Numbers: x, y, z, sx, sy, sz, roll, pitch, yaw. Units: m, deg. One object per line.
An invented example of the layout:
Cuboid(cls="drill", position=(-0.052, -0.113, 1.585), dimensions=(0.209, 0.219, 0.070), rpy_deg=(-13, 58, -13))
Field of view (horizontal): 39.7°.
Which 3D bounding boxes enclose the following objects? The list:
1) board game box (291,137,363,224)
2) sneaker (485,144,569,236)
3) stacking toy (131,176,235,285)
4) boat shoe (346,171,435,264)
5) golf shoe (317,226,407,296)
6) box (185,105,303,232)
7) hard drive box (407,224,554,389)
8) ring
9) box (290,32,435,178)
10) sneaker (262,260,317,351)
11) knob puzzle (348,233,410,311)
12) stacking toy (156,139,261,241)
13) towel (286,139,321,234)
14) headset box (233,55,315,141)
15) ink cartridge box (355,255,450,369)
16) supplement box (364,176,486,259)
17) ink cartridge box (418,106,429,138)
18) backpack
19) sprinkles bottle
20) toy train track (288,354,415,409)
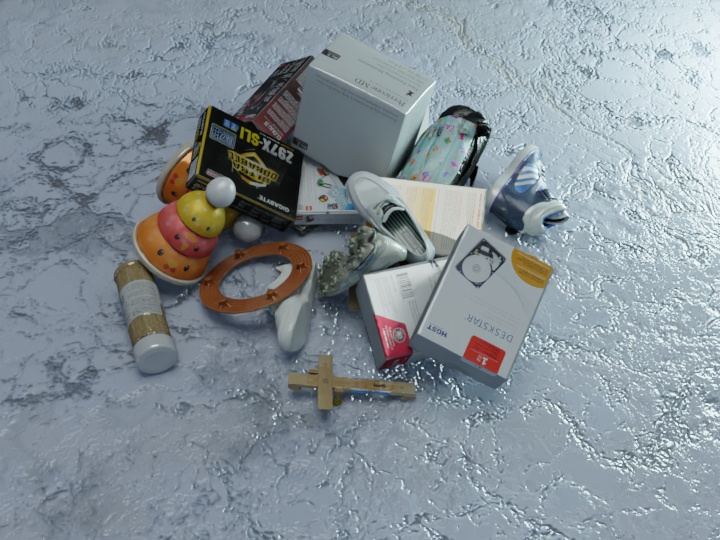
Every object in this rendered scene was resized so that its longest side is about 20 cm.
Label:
Cuboid(cls="board game box", position=(-0.063, -0.169, 1.845), dimensions=(0.126, 0.035, 0.201), rpy_deg=(-1, 50, -5))
Cuboid(cls="sneaker", position=(0.329, -0.139, 1.845), dimensions=(0.146, 0.081, 0.200), rpy_deg=(32, 50, 15))
Cuboid(cls="stacking toy", position=(-0.277, -0.086, 1.665), dimensions=(0.146, 0.200, 0.146), rpy_deg=(30, 33, -22))
Cuboid(cls="boat shoe", position=(0.052, -0.094, 1.641), dimensions=(0.074, 0.067, 0.200), rpy_deg=(-44, 78, -6))
Cuboid(cls="golf shoe", position=(0.000, 0.000, 1.642), dimensions=(0.097, 0.200, 0.079), rpy_deg=(14, 65, -27))
Cuboid(cls="box", position=(-0.199, -0.178, 1.747), dimensions=(0.199, 0.049, 0.160), rpy_deg=(25, 49, -27))
Cuboid(cls="hard drive box", position=(0.187, 0.056, 1.539), dimensions=(0.155, 0.077, 0.201), rpy_deg=(26, 70, 0))
Cuboid(cls="ring", position=(-0.178, 0.005, 1.681), dimensions=(0.199, 0.019, 0.201), rpy_deg=(-12, 33, 8))
Cuboid(cls="box", position=(0.002, -0.279, 1.787), dimensions=(0.198, 0.200, 0.131), rpy_deg=(29, 48, 9))
Cuboid(cls="sneaker", position=(-0.127, 0.060, 1.651), dimensions=(0.088, 0.076, 0.200), rpy_deg=(2, 37, 7))
Cuboid(cls="knob puzzle", position=(0.080, 0.008, 1.725), dimensions=(0.218, 0.031, 0.220), rpy_deg=(1, 47, -1))
Cuboid(cls="stacking toy", position=(-0.250, -0.127, 1.780), dimensions=(0.200, 0.146, 0.146), rpy_deg=(40, 57, 13))
Cuboid(cls="towel", position=(-0.104, -0.168, 1.879), dimensions=(0.192, 0.035, 0.200), rpy_deg=(36, 55, 28))
Cuboid(cls="headset box", position=(-0.163, -0.309, 1.904), dimensions=(0.200, 0.075, 0.148), rpy_deg=(-51, 24, -17))
Cuboid(cls="ink cartridge box", position=(0.109, 0.064, 1.609), dimensions=(0.199, 0.083, 0.146), rpy_deg=(-11, 72, -13))
Cuboid(cls="supplement box", position=(0.110, -0.082, 1.708), dimensions=(0.199, 0.074, 0.127), rpy_deg=(8, 78, 5))
Cuboid(cls="ink cartridge box", position=(0.020, -0.309, 1.979), dimensions=(0.199, 0.085, 0.146), rpy_deg=(28, 53, 23))
Cuboid(cls="backpack", position=(0.148, -0.190, 1.834), dimensions=(0.126, 0.167, 0.200), rpy_deg=(24, 66, 12))
Cuboid(cls="sprinkles bottle", position=(-0.352, 0.072, 1.625), dimensions=(0.068, 0.068, 0.200), rpy_deg=(-14, 49, -14))
Cuboid(cls="toy train track", position=(-0.014, 0.187, 1.560), dimensions=(0.199, 0.033, 0.115), rpy_deg=(5, 40, -5))
